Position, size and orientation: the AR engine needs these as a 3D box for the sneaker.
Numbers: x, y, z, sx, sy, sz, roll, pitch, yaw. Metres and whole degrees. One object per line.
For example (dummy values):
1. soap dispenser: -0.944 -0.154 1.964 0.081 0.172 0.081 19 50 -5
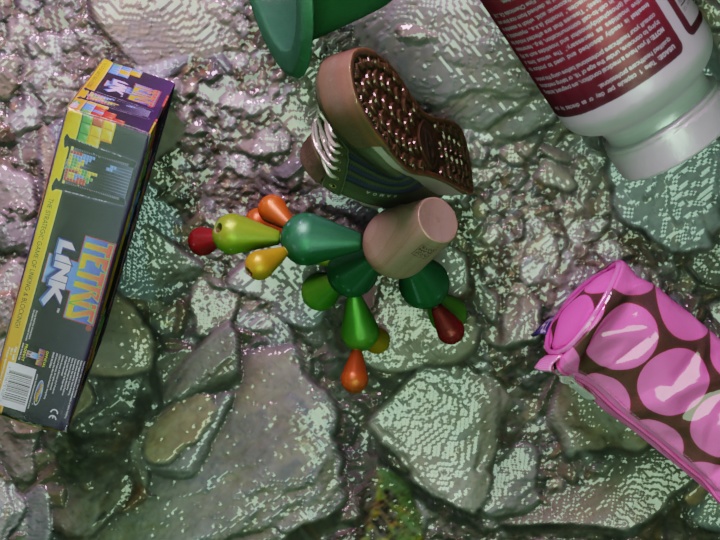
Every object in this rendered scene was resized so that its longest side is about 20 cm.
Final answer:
1. sneaker: -0.002 -0.078 1.069 0.090 0.200 0.067 -12 73 22

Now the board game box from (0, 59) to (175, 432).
1. board game box: -0.176 -0.020 1.083 0.057 0.165 0.201 17 107 -5

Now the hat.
1. hat: 0.025 -0.212 1.040 0.175 0.200 0.166 -14 148 -13

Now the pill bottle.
1. pill bottle: 0.151 -0.161 1.073 0.113 0.113 0.200 -33 105 9

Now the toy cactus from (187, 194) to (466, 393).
1. toy cactus: 0.000 0.000 1.105 0.200 0.103 0.165 30 148 -20

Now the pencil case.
1. pencil case: 0.218 0.085 1.167 0.200 0.091 0.094 37 68 -10
